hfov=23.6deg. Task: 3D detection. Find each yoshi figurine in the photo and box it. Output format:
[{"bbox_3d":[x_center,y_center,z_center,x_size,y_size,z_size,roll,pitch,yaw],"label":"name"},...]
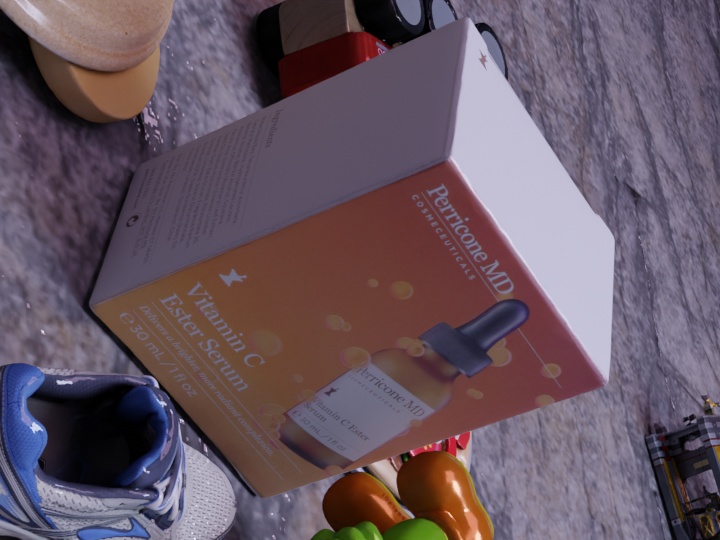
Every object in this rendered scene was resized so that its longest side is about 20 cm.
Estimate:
[{"bbox_3d":[-0.037,0.145,0.737,0.200,0.111,0.113,-42,144,-41],"label":"yoshi figurine"}]

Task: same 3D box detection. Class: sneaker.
[{"bbox_3d":[-0.101,0.084,0.700,0.200,0.085,0.078,26,49,-56],"label":"sneaker"}]

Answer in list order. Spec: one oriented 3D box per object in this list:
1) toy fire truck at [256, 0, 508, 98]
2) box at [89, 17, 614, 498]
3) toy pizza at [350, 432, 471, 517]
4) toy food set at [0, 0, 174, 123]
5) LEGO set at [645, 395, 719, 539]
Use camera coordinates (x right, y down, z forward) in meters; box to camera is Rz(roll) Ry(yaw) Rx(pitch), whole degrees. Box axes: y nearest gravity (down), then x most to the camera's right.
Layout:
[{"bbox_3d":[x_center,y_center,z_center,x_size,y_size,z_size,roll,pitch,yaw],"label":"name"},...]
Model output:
[{"bbox_3d":[0.038,-0.067,1.039,0.176,0.128,0.202,22,57,-57],"label":"toy fire truck"},{"bbox_3d":[0.000,0.000,0.824,0.153,0.199,0.107,51,31,-30],"label":"box"},{"bbox_3d":[0.023,0.049,1.025,0.200,0.032,0.202,43,37,-43],"label":"toy pizza"},{"bbox_3d":[-0.154,-0.184,0.831,0.200,0.048,0.199,39,39,-46],"label":"toy food set"},{"bbox_3d":[0.330,0.149,1.395,0.153,0.200,0.117,-2,70,-41],"label":"LEGO set"}]
